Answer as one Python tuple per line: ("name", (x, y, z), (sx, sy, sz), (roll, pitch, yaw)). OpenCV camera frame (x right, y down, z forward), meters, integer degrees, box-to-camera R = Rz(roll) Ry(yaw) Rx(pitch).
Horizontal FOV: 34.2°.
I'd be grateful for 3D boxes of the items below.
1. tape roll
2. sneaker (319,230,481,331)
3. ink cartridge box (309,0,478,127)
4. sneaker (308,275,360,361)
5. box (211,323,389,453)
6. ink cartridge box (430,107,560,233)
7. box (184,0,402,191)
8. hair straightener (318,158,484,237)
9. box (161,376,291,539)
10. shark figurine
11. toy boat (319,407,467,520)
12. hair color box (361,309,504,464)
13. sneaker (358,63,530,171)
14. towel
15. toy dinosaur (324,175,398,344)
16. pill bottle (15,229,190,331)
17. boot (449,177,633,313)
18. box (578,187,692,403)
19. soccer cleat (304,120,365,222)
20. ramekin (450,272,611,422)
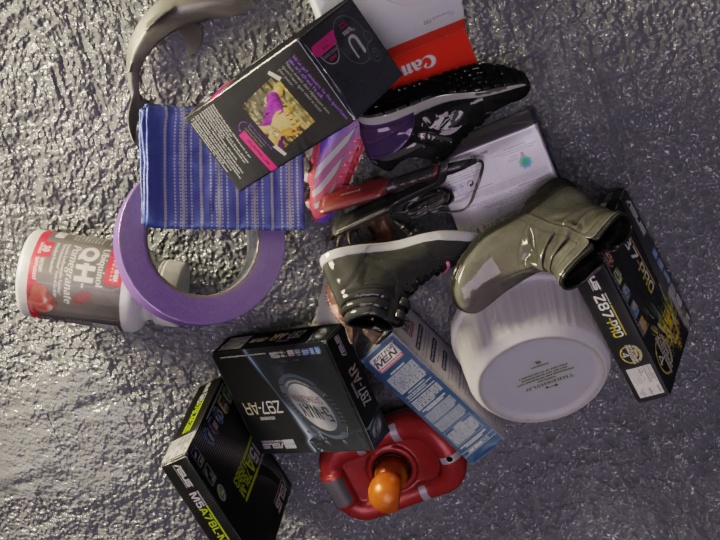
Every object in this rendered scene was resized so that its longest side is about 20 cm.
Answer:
("tape roll", (-0.193, -0.035, 1.399), (0.198, 0.066, 0.202), (2, 85, -17))
("sneaker", (0.059, 0.015, 1.337), (0.198, 0.071, 0.100), (-10, 72, -6))
("ink cartridge box", (0.041, -0.275, 1.311), (0.161, 0.057, 0.202), (-23, 100, -3))
("sneaker", (-0.048, 0.085, 1.490), (0.088, 0.075, 0.202), (6, 114, 17))
("box", (-0.078, 0.154, 1.487), (0.199, 0.044, 0.161), (-8, 114, 38))
("ink cartridge box", (0.180, -0.072, 1.393), (0.135, 0.076, 0.201), (-20, 108, 14))
("box", (-0.074, -0.190, 1.273), (0.199, 0.122, 0.106), (-25, 107, 40))
("hair straightener", (0.054, -0.081, 1.357), (0.198, 0.041, 0.077), (-20, 123, 15))
("box", (-0.167, 0.265, 1.502), (0.047, 0.200, 0.194), (-26, 107, 17))
("shark figurine", (-0.236, -0.266, 1.353), (0.128, 0.090, 0.215), (39, 109, -9))
("toy boat", (0.041, 0.266, 1.517), (0.199, 0.131, 0.131), (-23, 109, 15))
("hair color box", (0.094, 0.140, 1.477), (0.200, 0.100, 0.060), (44, 111, -12))
("sneaker", (0.097, -0.172, 1.329), (0.198, 0.076, 0.088), (-14, 121, 1))
("towel", (-0.160, -0.120, 1.370), (0.198, 0.024, 0.146), (0, 87, -18))
("toy dinosaur", (0.000, 0.000, 1.408), (0.135, 0.201, 0.086), (35, 152, -6))
("pill bottle", (-0.319, 0.017, 1.463), (0.198, 0.111, 0.112), (8, 113, 2))
("boot", (0.194, -0.012, 1.280), (0.200, 0.131, 0.068), (-44, 122, 2))
("box", (0.318, 0.028, 1.374), (0.049, 0.161, 0.201), (-20, 110, 32))
("soccer cleat", (-0.019, -0.149, 1.386), (0.076, 0.067, 0.202), (10, 107, 6))
("ramekin", (0.211, 0.098, 1.413), (0.200, 0.095, 0.204), (-3, 133, -3))
